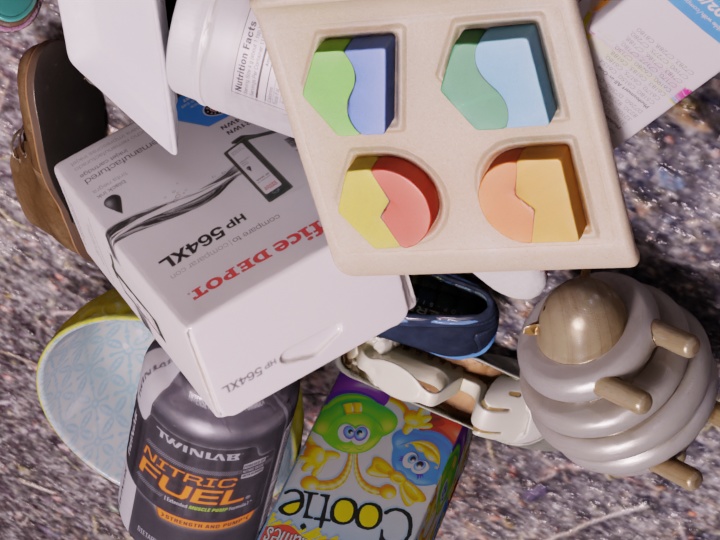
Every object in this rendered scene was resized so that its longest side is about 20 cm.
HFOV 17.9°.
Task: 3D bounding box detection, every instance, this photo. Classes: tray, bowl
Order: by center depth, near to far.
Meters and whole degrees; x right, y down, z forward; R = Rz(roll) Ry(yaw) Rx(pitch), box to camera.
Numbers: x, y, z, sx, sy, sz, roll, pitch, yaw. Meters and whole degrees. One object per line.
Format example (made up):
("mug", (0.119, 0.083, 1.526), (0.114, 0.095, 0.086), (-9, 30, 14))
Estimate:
("tray", (-0.143, -0.162, 1.348), (0.107, 0.022, 0.200), (43, 156, 26))
("bowl", (-0.123, 0.070, 1.659), (0.200, 0.108, 0.200), (13, 137, 12))

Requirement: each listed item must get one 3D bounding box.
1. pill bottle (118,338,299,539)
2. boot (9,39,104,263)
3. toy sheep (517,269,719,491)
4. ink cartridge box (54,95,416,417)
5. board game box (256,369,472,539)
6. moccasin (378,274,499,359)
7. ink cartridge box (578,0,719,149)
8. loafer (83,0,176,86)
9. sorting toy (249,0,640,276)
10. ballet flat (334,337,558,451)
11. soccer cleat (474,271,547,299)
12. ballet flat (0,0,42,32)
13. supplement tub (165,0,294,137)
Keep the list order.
("pill bottle", (-0.099, 0.101, 1.522), (0.106, 0.106, 0.200), (21, 137, 6))
("boot", (-0.216, -0.084, 1.576), (0.075, 0.074, 0.200), (21, 145, 23))
("toy sheep", (0.172, 0.074, 1.483), (0.138, 0.138, 0.200), (-1, 140, 30))
("ink cartridge box", (-0.080, -0.022, 1.429), (0.200, 0.146, 0.084), (45, 160, 45))
("board game box", (0.002, 0.172, 1.635), (0.103, 0.200, 0.105), (18, 142, 10))
("moccasin", (0.000, 0.000, 1.545), (0.200, 0.081, 0.068), (11, 156, -2))
("ink cartridge box", (0.158, -0.143, 1.247), (0.068, 0.115, 0.200), (37, 141, -12))
("loafer", (-0.137, -0.166, 1.425), (0.072, 0.063, 0.200), (18, 144, -15))
("sorting toy", (0.045, -0.072, 1.254), (0.185, 0.037, 0.200), (-2, 127, 25))
("ballet flat", (0.072, 0.086, 1.597), (0.200, 0.064, 0.067), (23, 117, 5))
("soccer cleat", (0.049, -0.040, 1.454), (0.069, 0.085, 0.200), (-12, 128, 38))
("ballet flat", (-0.289, -0.223, 1.462), (0.200, 0.069, 0.071), (43, 159, -21))
("supplement tub", (0.001, -0.132, 1.339), (0.200, 0.132, 0.132), (20, 142, 9))
